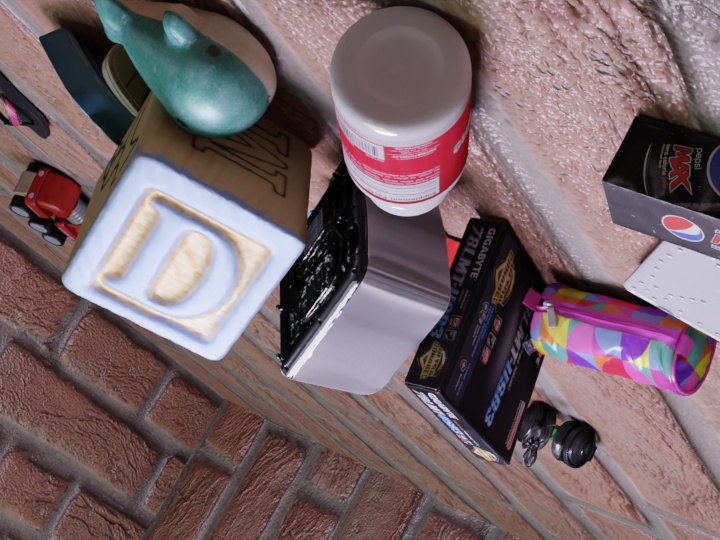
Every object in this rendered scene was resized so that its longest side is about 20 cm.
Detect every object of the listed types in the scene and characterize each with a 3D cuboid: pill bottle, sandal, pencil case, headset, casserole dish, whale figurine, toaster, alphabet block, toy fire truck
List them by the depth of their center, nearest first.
[{"bbox_3d":[0.037,-0.122,0.968,0.111,0.113,0.200,27,165,13],"label":"pill bottle"},{"bbox_3d":[-0.183,-0.203,1.142,0.198,0.104,0.159,28,165,4],"label":"whale figurine"},{"bbox_3d":[0.265,0.069,1.200,0.199,0.089,0.088,14,158,43],"label":"pencil case"},{"bbox_3d":[0.000,0.000,1.201,0.118,0.182,0.201,19,129,-22],"label":"toaster"},{"bbox_3d":[-0.180,-0.062,1.241,0.195,0.196,0.201,30,-150,-19],"label":"alphabet block"},{"bbox_3d":[-0.313,-0.218,1.358,0.121,0.039,0.200,48,-175,-46],"label":"casserole dish"},{"bbox_3d":[0.286,0.260,1.743,0.123,0.095,0.200,24,175,22],"label":"headset"},{"bbox_3d":[-0.551,-0.260,1.782,0.075,0.045,0.200,22,162,29],"label":"sandal"},{"bbox_3d":[-0.533,-0.097,2.156,0.198,0.130,0.176,10,157,24],"label":"toy fire truck"}]

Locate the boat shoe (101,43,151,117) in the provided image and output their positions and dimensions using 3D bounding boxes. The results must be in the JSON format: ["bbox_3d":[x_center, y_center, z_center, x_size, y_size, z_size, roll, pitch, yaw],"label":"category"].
[{"bbox_3d":[-0.223,-0.184,1.342,0.200,0.075,0.068,40,159,-28],"label":"boat shoe"}]

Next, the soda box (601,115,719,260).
[{"bbox_3d":[0.281,-0.045,0.841,0.198,0.064,0.071,22,162,28],"label":"soda box"}]

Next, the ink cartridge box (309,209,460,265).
[{"bbox_3d":[0.031,0.003,1.352,0.199,0.118,0.067,21,-153,33],"label":"ink cartridge box"}]

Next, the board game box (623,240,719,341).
[{"bbox_3d":[0.347,0.026,1.012,0.199,0.026,0.200,30,164,6],"label":"board game box"}]

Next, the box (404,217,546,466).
[{"bbox_3d":[0.138,0.079,1.241,0.049,0.202,0.199,8,154,35],"label":"box"}]
